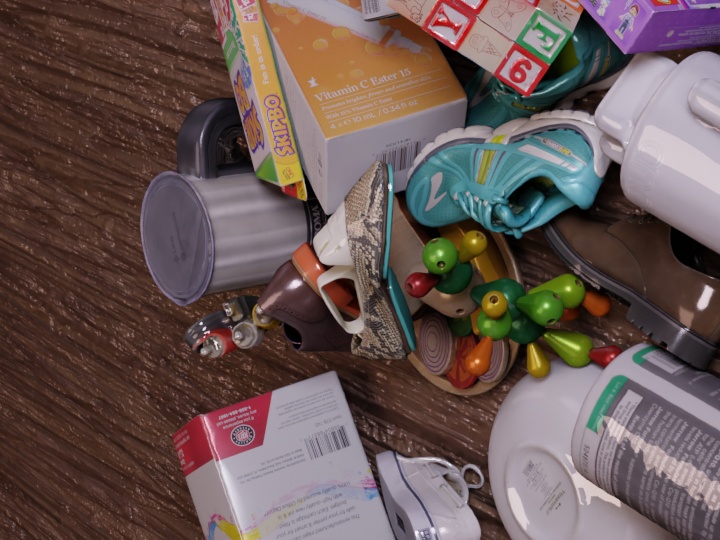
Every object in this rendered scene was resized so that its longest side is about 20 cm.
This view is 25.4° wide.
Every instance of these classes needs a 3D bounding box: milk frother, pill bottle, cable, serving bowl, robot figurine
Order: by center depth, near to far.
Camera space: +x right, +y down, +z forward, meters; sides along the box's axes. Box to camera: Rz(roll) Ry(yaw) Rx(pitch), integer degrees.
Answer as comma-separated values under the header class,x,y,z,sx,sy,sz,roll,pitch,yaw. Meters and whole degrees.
class,x,y,z,sx,sy,sz,roll,pitch,yaw
robot figurine,0.252,-0.068,1.052,0.199,0.170,0.113,33,83,24
pill bottle,0.256,0.143,1.122,0.199,0.113,0.114,31,125,36
serving bowl,0.169,0.173,1.290,0.199,0.065,0.202,20,115,49
cable,-0.091,0.055,1.477,0.097,0.200,0.051,-32,76,17
milk frother,-0.123,-0.062,1.488,0.199,0.187,0.182,-20,82,51

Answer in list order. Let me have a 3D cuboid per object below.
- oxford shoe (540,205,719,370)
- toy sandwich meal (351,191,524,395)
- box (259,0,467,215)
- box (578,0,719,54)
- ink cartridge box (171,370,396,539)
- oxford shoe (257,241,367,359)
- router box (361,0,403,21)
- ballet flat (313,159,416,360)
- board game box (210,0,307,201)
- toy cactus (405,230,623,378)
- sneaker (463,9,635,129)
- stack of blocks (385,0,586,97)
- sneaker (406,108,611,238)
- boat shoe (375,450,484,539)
class,x,y,z,sx,sy,sz,roll,pitch,yaw
oxford shoe,0.210,-0.012,1.192,0.200,0.072,0.085,41,105,42
toy sandwich meal,0.059,0.014,1.376,0.204,0.070,0.207,20,117,48
box,-0.009,-0.165,1.319,0.098,0.123,0.201,92,155,-55
box,0.175,-0.232,1.095,0.201,0.136,0.039,55,134,26
ink cartridge box,-0.072,0.221,1.528,0.202,0.144,0.145,71,158,8
oxford shoe,-0.034,0.041,1.418,0.072,0.200,0.071,-39,58,2
router box,0.057,-0.299,1.217,0.051,0.148,0.202,0,101,52
ballet flat,0.000,0.000,1.297,0.068,0.074,0.201,-92,-5,-48
board game box,-0.087,-0.155,1.325,0.095,0.030,0.202,-154,46,-73
toy cactus,0.098,0.030,1.238,0.164,0.199,0.103,15,87,52
sneaker,0.131,-0.154,1.225,0.200,0.079,0.078,-30,76,53
stack of blocks,0.103,-0.215,1.108,0.115,0.200,0.059,33,126,-2
sneaker,0.105,-0.065,1.218,0.199,0.077,0.080,-15,48,47
boat shoe,0.069,0.202,1.425,0.202,0.085,0.075,-143,40,-78
